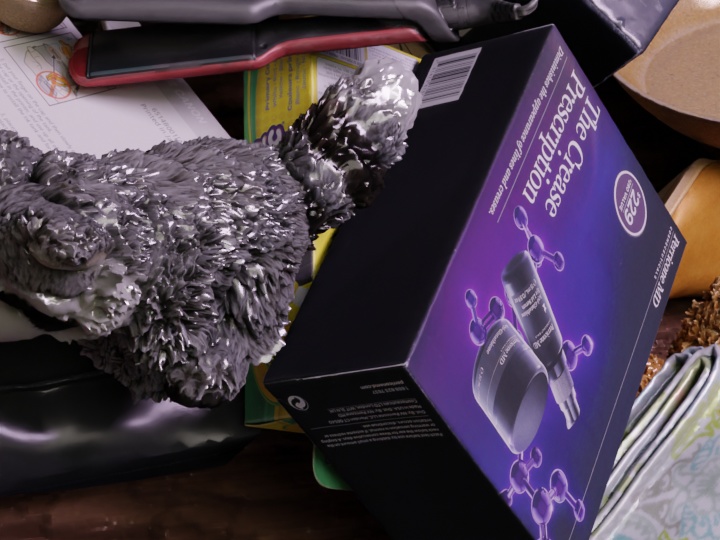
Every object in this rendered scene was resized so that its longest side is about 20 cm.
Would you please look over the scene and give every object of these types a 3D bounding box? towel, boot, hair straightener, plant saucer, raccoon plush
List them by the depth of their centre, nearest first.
[{"bbox_3d":[-0.070,-0.043,0.682,0.096,0.134,0.201,22,68,27],"label":"raccoon plush"},{"bbox_3d":[-0.027,-0.117,0.729,0.197,0.077,0.041,-1,43,5],"label":"hair straightener"},{"bbox_3d":[-0.150,0.014,0.753,0.198,0.066,0.167,-8,84,-25],"label":"boot"},{"bbox_3d":[0.154,0.156,0.820,0.171,0.048,0.200,-46,117,-12],"label":"towel"},{"bbox_3d":[0.210,0.000,0.928,0.144,0.071,0.202,41,55,-2],"label":"boot"},{"bbox_3d":[0.222,-0.110,0.936,0.199,0.199,0.036,-29,130,-30],"label":"plant saucer"}]

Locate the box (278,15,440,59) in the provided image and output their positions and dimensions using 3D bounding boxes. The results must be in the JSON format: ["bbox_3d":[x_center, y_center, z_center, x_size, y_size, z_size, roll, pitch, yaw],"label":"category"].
[{"bbox_3d":[0.032,-0.140,0.916,0.162,0.021,0.202,0,75,-25],"label":"box"}]

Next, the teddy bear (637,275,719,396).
[{"bbox_3d":[0.193,0.072,0.881,0.198,0.146,0.067,12,25,-27],"label":"teddy bear"}]

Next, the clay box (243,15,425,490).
[{"bbox_3d":[0.000,0.000,0.802,0.114,0.047,0.202,14,72,-49],"label":"clay box"}]

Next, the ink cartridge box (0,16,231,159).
[{"bbox_3d":[-0.175,-0.094,0.756,0.175,0.045,0.200,-20,66,-49],"label":"ink cartridge box"}]

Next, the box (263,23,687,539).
[{"bbox_3d":[0.058,0.016,0.773,0.142,0.078,0.201,54,44,-33],"label":"box"}]

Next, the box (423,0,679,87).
[{"bbox_3d":[0.083,-0.215,0.884,0.196,0.117,0.201,41,61,-9],"label":"box"}]

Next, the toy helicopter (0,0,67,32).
[{"bbox_3d":[-0.143,-0.189,0.801,0.131,0.079,0.202,14,55,-35],"label":"toy helicopter"}]
